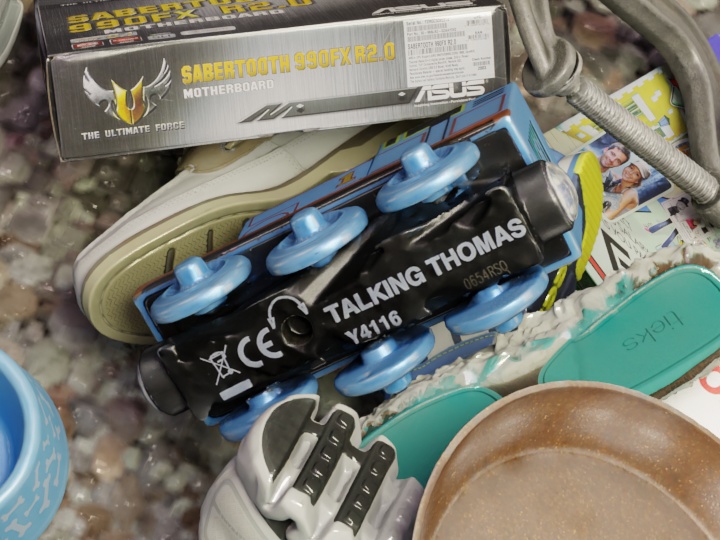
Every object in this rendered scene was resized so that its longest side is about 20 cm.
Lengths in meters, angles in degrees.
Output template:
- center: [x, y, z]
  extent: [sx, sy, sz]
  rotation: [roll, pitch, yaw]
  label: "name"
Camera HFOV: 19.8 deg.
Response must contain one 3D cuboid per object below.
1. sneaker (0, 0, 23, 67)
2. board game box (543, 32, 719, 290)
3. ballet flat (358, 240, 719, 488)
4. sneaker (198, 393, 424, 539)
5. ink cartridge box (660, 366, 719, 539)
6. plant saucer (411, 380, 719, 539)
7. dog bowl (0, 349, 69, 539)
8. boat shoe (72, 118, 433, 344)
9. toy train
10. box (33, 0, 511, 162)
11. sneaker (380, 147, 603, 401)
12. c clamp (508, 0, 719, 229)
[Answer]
- center: [-0.182, -0.156, 0.914]
  extent: [0.075, 0.201, 0.115]
  rotation: [25, 28, 11]
  label: "sneaker"
- center: [0.176, -0.003, 0.987]
  extent: [0.134, 0.029, 0.200]
  rotation: [-31, 73, -16]
  label: "board game box"
- center: [0.073, 0.053, 0.853]
  extent: [0.200, 0.072, 0.072]
  rotation: [-30, 71, 10]
  label: "ballet flat"
- center: [0.022, 0.137, 0.806]
  extent: [0.200, 0.081, 0.075]
  rotation: [43, 37, -2]
  label: "sneaker"
- center: [0.133, 0.144, 0.874]
  extent: [0.145, 0.084, 0.200]
  rotation: [40, 79, 12]
  label: "ink cartridge box"
- center: [0.096, 0.139, 0.773]
  extent: [0.200, 0.034, 0.201]
  rotation: [15, 58, -26]
  label: "plant saucer"
- center: [-0.223, 0.095, 0.893]
  extent: [0.200, 0.050, 0.112]
  rotation: [-26, 72, -16]
  label: "dog bowl"
- center: [-0.053, -0.031, 0.956]
  extent: [0.200, 0.075, 0.068]
  rotation: [-26, 48, -28]
  label: "boat shoe"
- center: [0.000, 0.000, 0.860]
  extent: [0.200, 0.114, 0.087]
  rotation: [-26, 103, 15]
  label: "toy train"
- center: [-0.046, -0.102, 0.942]
  extent: [0.199, 0.158, 0.049]
  rotation: [-7, 108, -8]
  label: "box"
- center: [0.038, 0.027, 0.938]
  extent: [0.082, 0.074, 0.200]
  rotation: [22, 73, 21]
  label: "sneaker"
- center: [0.128, -0.078, 0.930]
  extent: [0.200, 0.027, 0.171]
  rotation: [36, 44, -33]
  label: "c clamp"
